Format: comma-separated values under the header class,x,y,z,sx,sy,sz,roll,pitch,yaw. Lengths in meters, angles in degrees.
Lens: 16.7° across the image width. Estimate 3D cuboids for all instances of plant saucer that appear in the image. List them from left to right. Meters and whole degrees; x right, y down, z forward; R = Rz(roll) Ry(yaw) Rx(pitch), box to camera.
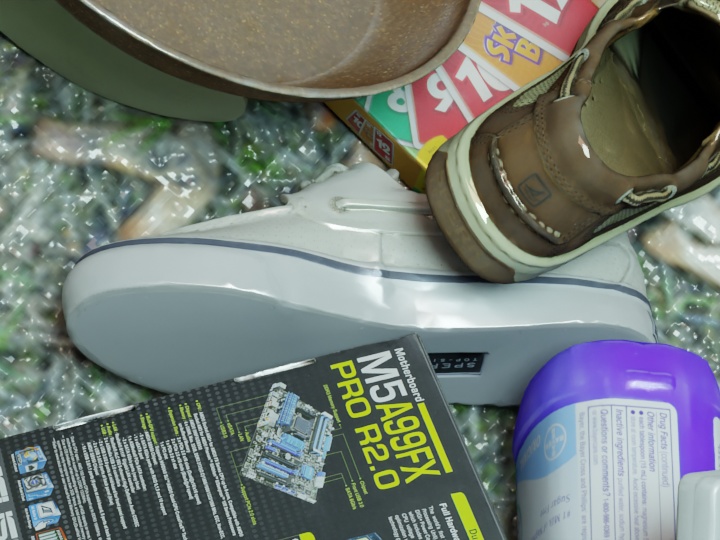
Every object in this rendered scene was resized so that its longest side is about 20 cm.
class,x,y,z,sx,sy,sz,roll,pitch,yaw
plant saucer,-0.052,-0.128,0.813,0.199,0.037,0.201,19,46,-21

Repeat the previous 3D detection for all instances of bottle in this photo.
class,x,y,z,sx,sy,sz,roll,pitch,yaw
bottle,0.082,0.125,0.757,0.065,0.084,0.201,5,63,-8

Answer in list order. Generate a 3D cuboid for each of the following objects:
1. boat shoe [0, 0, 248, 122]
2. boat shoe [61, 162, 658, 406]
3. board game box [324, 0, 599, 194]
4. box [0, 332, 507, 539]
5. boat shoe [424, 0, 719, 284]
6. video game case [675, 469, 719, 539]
class,x,y,z,sx,sy,sz,roll,pitch,yaw
boat shoe,-0.116,-0.119,0.843,0.199,0.071,0.063,28,64,7
boat shoe,0.000,0.000,0.815,0.198,0.071,0.070,1,55,-10
board game box,-0.007,-0.119,0.882,0.200,0.030,0.095,44,68,12
box,-0.028,0.118,0.716,0.159,0.044,0.201,-14,46,-10
boat shoe,0.105,-0.059,0.812,0.075,0.075,0.202,53,43,-4
video game case,0.145,0.155,0.717,0.142,0.017,0.202,-2,96,-36
